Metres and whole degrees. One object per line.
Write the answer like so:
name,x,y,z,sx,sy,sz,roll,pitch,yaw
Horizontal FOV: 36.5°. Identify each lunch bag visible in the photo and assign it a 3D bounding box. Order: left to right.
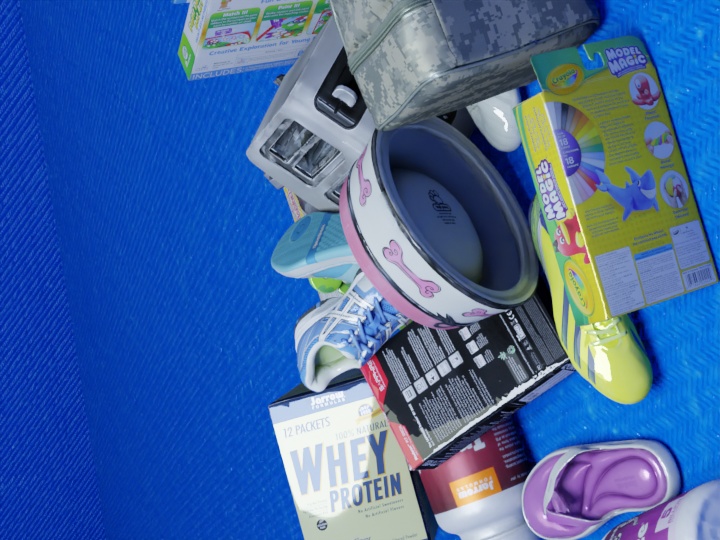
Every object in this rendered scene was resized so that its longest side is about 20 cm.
lunch bag,0.076,-0.229,0.893,0.170,0.198,0.139,66,154,3

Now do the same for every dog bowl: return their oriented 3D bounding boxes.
dog bowl,0.064,-0.038,0.952,0.074,0.198,0.202,-38,67,34

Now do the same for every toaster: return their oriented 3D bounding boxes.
toaster,-0.006,-0.142,1.107,0.180,0.120,0.200,34,155,-12

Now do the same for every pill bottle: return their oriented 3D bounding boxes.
pill bottle,0.115,0.198,1.132,0.113,0.111,0.203,-42,67,61
pill bottle,0.254,0.247,0.879,0.114,0.111,0.200,65,152,18

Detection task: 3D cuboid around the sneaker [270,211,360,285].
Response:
sneaker,0.000,0.000,1.141,0.130,0.080,0.199,40,154,-29

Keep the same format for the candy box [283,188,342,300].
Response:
candy box,-0.052,-0.049,1.431,0.102,0.026,0.203,-39,68,66

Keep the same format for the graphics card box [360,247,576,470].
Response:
graphics card box,0.105,0.086,1.045,0.199,0.051,0.127,-40,63,22

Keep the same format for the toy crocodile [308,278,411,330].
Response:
toy crocodile,0.000,0.018,1.234,0.198,0.062,0.068,33,178,-3

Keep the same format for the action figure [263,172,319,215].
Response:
action figure,-0.049,-0.073,1.302,0.201,0.069,0.131,52,-168,-27

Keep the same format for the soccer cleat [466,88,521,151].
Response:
soccer cleat,0.091,-0.199,1.007,0.069,0.077,0.203,-38,70,62

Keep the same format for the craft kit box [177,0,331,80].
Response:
craft kit box,-0.085,-0.293,1.174,0.049,0.197,0.198,67,152,18

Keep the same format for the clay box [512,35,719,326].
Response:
clay box,0.191,-0.071,0.834,0.047,0.113,0.203,-24,81,64

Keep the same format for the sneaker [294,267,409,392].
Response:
sneaker,0.010,0.048,1.054,0.200,0.075,0.078,-42,29,32

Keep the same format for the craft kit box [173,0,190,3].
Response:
craft kit box,-0.092,-0.365,1.137,0.200,0.195,0.049,-49,57,59

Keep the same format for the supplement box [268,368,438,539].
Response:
supplement box,0.001,0.217,1.248,0.200,0.132,0.203,-8,-99,-82

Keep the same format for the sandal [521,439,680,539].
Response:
sandal,0.203,0.199,0.996,0.202,0.049,0.084,-40,66,50

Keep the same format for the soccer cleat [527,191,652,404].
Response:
soccer cleat,0.194,0.015,0.922,0.084,0.064,0.203,104,147,-72
